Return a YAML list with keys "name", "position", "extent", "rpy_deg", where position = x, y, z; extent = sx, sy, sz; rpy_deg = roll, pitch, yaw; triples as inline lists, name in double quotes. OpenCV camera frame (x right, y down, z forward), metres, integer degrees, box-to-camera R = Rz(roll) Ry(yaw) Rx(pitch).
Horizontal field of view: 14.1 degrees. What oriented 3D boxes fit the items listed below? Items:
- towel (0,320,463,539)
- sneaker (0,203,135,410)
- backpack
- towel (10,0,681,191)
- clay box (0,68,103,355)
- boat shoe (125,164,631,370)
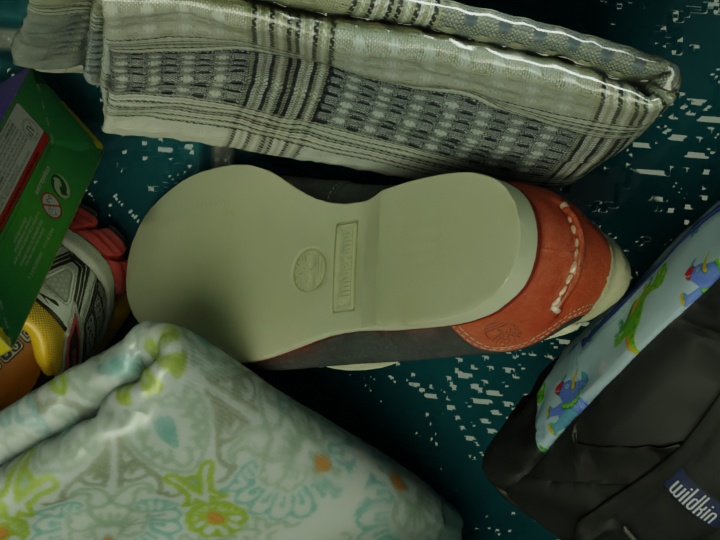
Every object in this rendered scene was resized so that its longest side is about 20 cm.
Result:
- name: "towel"
  position: [-0.087, 0.105, 1.049]
  extent: [0.199, 0.048, 0.171]
  rpy_deg: [-31, 141, 23]
- name: "sneaker"
  position: [-0.165, 0.058, 1.076]
  extent: [0.078, 0.082, 0.200]
  rpy_deg: [37, 117, -4]
- name: "backpack"
  position: [0.162, 0.025, 0.961]
  extent: [0.163, 0.154, 0.200]
  rpy_deg: [33, 138, 0]
- name: "towel"
  position: [-0.012, -0.059, 0.918]
  extent: [0.199, 0.193, 0.035]
  rpy_deg: [12, 84, -6]
- name: "clay box"
  position: [-0.189, 0.015, 1.031]
  extent: [0.199, 0.115, 0.048]
  rpy_deg: [-26, 117, 30]
- name: "boat shoe"
  position: [0.000, 0.000, 1.002]
  extent: [0.199, 0.062, 0.072]
  rpy_deg: [-4, 79, 43]
